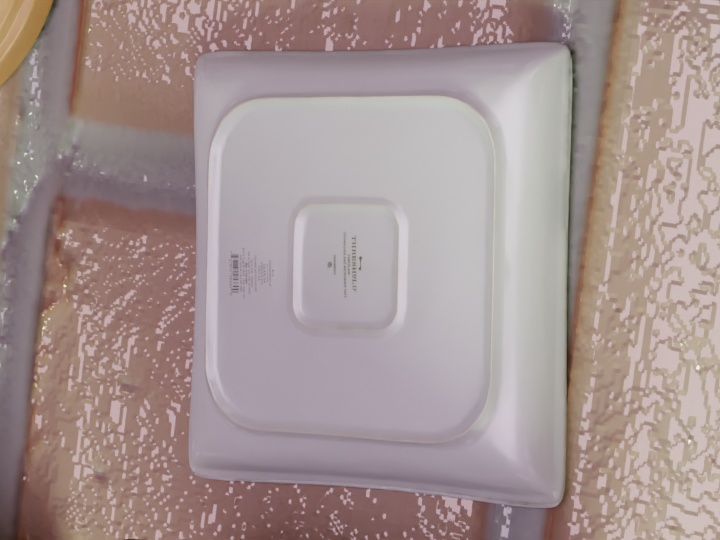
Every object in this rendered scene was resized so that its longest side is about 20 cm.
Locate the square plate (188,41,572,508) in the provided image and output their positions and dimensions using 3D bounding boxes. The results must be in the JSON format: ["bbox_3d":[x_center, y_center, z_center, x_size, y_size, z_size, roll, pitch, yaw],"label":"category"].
[{"bbox_3d":[0.000,0.000,1.082,0.198,0.028,0.200,2,91,31],"label":"square plate"}]

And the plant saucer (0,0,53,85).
[{"bbox_3d":[-0.235,-0.174,1.220,0.200,0.037,0.200,1,92,32],"label":"plant saucer"}]

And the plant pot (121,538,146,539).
[{"bbox_3d":[-0.004,0.202,1.018,0.200,0.186,0.187,-4,88,17],"label":"plant pot"}]
